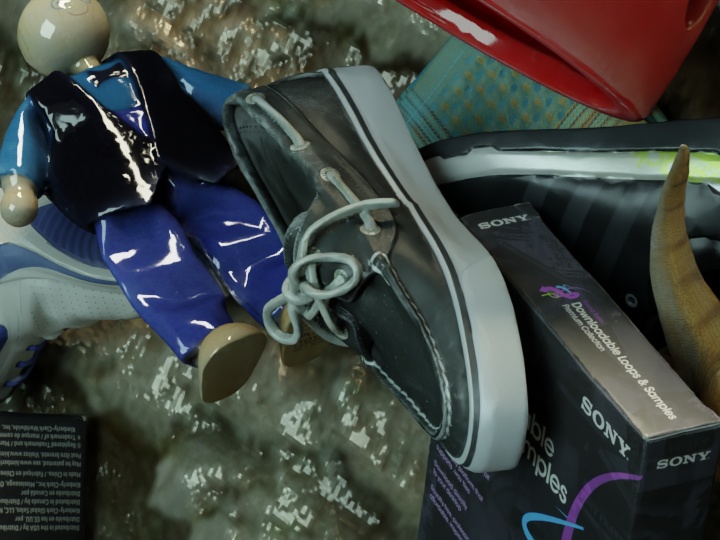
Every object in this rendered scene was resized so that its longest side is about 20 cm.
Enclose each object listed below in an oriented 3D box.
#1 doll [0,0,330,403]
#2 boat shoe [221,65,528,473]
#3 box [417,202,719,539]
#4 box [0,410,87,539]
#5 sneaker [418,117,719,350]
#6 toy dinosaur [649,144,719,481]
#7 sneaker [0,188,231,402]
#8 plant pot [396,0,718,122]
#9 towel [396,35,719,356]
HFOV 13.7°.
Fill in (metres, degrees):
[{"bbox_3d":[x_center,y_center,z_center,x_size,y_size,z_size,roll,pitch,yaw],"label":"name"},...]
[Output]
[{"bbox_3d":[-0.083,-0.041,1.246,0.200,0.136,0.049,53,151,26],"label":"doll"},{"bbox_3d":[0.000,-0.002,1.082,0.074,0.068,0.200,104,151,-46],"label":"boat shoe"},{"bbox_3d":[0.069,0.097,1.090,0.143,0.036,0.200,51,142,48],"label":"box"},{"bbox_3d":[-0.199,0.161,1.327,0.122,0.106,0.201,-1,85,41],"label":"box"},{"bbox_3d":[0.092,-0.011,1.109,0.200,0.072,0.083,-3,87,38],"label":"sneaker"},{"bbox_3d":[0.129,0.039,1.070,0.106,0.060,0.200,-24,112,32],"label":"toy dinosaur"},{"bbox_3d":[-0.147,0.002,1.322,0.199,0.115,0.081,-4,60,8],"label":"sneaker"},{"bbox_3d":[0.064,-0.178,1.091,0.200,0.200,0.183,30,87,37],"label":"plant pot"},{"bbox_3d":[0.076,-0.006,1.179,0.147,0.022,0.200,-49,59,24],"label":"towel"}]
